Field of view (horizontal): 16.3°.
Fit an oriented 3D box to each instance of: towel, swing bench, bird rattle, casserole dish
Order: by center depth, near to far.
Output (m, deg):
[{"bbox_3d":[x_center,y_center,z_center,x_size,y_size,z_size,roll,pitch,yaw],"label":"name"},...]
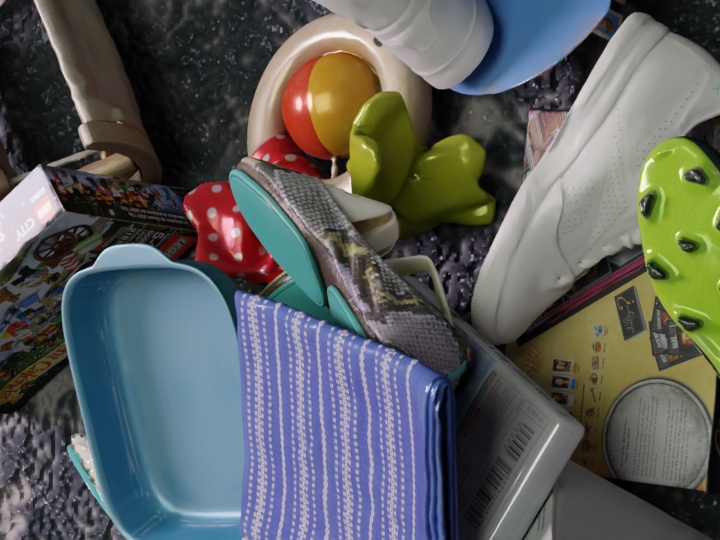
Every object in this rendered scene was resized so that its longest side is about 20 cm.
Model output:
[{"bbox_3d":[-0.012,0.100,1.305,0.200,0.024,0.145,20,116,54],"label":"towel"},{"bbox_3d":[-0.104,0.075,1.456,0.121,0.039,0.200,-3,106,30],"label":"casserole dish"},{"bbox_3d":[-0.015,-0.070,1.482,0.200,0.113,0.163,-13,67,46],"label":"bird rattle"},{"bbox_3d":[-0.231,-0.114,1.598,0.200,0.130,0.199,-30,70,24],"label":"swing bench"}]

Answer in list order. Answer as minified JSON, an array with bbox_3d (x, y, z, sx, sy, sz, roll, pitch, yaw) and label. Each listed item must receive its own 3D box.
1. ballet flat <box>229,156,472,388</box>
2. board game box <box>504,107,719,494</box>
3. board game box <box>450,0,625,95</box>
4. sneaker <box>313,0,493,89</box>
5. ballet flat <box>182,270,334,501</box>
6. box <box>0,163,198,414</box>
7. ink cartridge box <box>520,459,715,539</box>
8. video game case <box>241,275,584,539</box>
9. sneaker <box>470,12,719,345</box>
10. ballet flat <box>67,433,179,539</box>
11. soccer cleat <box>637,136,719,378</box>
[{"bbox_3d":[0.000,0.000,1.355,0.072,0.072,0.200,-54,47,19],"label":"ballet flat"},{"bbox_3d":[0.147,0.014,1.377,0.135,0.035,0.200,6,90,35],"label":"board game box"},{"bbox_3d":[0.108,-0.182,1.401,0.158,0.039,0.200,-9,61,51],"label":"board game box"},{"bbox_3d":[0.000,-0.191,1.407,0.074,0.116,0.200,-48,33,16],"label":"sneaker"},{"bbox_3d":[-0.043,0.054,1.476,0.071,0.071,0.200,52,126,26],"label":"ballet flat"},{"bbox_3d":[-0.207,0.016,1.561,0.200,0.137,0.038,-41,63,26],"label":"box"},{"bbox_3d":[0.113,0.230,1.288,0.145,0.145,0.200,28,106,-2],"label":"ink cartridge box"},{"bbox_3d":[0.019,0.124,1.344,0.200,0.024,0.182,-61,37,10],"label":"video game case"},{"bbox_3d":[0.131,-0.032,1.335,0.088,0.075,0.200,31,113,6],"label":"sneaker"},{"bbox_3d":[-0.107,0.165,1.529,0.072,0.072,0.200,-50,54,21],"label":"ballet flat"},{"bbox_3d":[0.204,0.022,1.293,0.068,0.081,0.200,-29,85,33],"label":"soccer cleat"}]
